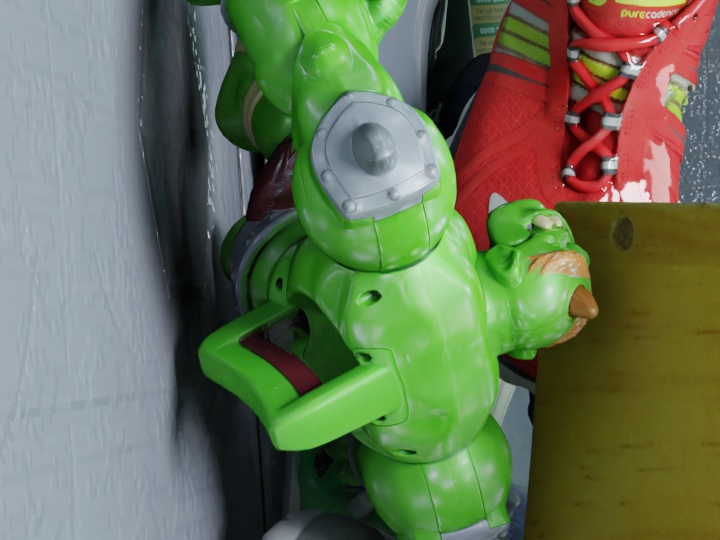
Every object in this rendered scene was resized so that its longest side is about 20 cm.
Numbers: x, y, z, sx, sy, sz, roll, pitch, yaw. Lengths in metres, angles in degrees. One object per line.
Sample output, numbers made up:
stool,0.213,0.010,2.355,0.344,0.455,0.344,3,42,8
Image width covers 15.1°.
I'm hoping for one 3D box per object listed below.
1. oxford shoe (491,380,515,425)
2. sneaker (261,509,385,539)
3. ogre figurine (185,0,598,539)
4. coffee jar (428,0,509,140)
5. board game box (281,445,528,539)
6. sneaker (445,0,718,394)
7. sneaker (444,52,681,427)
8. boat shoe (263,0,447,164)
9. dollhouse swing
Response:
oxford shoe,0.013,0.066,0.957,0.058,0.075,0.200,39,34,-16
sneaker,0.003,0.141,0.683,0.201,0.081,0.075,-87,170,-50
ogre figurine,0.000,0.000,0.714,0.120,0.097,0.201,-122,-146,-53
coffee jar,0.025,-0.111,0.940,0.104,0.085,0.201,2,-82,53
board game box,0.065,0.142,0.832,0.026,0.199,0.201,-48,-154,37
sneaker,0.068,-0.061,0.799,0.085,0.076,0.201,108,-6,-66
sneaker,0.076,0.027,0.856,0.200,0.082,0.070,54,-21,3
boat shoe,0.000,-0.091,0.857,0.068,0.073,0.201,-95,-179,-73
dollhouse swing,0.140,0.089,0.732,0.181,0.175,0.201,3,-92,59
